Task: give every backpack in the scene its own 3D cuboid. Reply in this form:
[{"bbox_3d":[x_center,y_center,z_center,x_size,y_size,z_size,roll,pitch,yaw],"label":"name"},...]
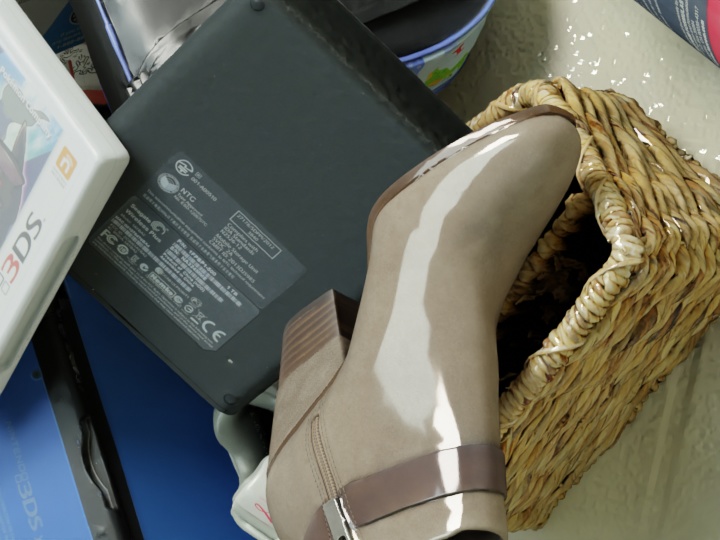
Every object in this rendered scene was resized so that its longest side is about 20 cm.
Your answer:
[{"bbox_3d":[-0.040,-0.143,1.239,0.147,0.199,0.184,104,144,-71],"label":"backpack"}]

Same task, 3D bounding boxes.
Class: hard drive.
[{"bbox_3d":[-0.047,-0.033,1.121,0.140,0.033,0.200,43,130,-8],"label":"hard drive"}]

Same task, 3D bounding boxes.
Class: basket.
[{"bbox_3d":[0.055,0.014,1.121,0.143,0.149,0.200,48,116,22],"label":"basket"}]

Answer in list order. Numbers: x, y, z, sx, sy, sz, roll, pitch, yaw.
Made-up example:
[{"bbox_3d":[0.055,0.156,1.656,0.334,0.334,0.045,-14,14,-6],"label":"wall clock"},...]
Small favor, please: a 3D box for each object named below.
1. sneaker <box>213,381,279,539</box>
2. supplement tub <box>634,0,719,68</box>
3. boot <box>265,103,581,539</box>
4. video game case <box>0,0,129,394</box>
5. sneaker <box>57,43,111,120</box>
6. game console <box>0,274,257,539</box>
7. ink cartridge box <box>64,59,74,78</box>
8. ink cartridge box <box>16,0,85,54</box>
[{"bbox_3d":[-0.016,0.129,1.219,0.078,0.099,0.200,-54,50,22],"label":"sneaker"},{"bbox_3d":[0.160,-0.170,1.080,0.200,0.140,0.141,46,113,39],"label":"supplement tub"},{"bbox_3d":[0.033,0.047,1.019,0.200,0.070,0.147,-45,43,34],"label":"boot"},{"bbox_3d":[-0.201,-0.053,1.186,0.200,0.023,0.183,52,127,28],"label":"video game case"},{"bbox_3d":[-0.157,-0.140,1.432,0.201,0.067,0.108,2,85,47],"label":"sneaker"},{"bbox_3d":[-0.140,0.105,1.263,0.170,0.118,0.201,-20,81,11],"label":"game console"},{"bbox_3d":[-0.168,-0.007,1.383,0.200,0.050,0.109,-55,37,40],"label":"ink cartridge box"},{"bbox_3d":[-0.183,-0.195,1.287,0.085,0.144,0.200,50,145,21],"label":"ink cartridge box"}]
